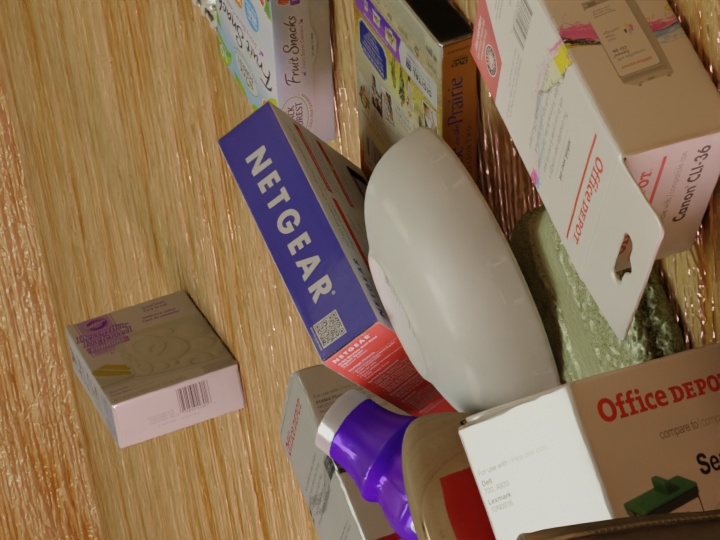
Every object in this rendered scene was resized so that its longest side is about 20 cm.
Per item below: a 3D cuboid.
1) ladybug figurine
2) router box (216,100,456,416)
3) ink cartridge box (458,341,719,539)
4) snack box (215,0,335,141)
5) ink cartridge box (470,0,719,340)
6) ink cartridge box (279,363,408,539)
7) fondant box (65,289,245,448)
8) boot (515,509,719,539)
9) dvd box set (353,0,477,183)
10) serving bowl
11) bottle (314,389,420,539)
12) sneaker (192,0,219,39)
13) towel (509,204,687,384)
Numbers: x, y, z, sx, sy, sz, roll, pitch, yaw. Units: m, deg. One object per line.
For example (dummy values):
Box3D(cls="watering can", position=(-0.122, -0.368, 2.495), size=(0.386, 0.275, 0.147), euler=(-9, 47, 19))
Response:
Box3D(cls="ladybug figurine", position=(0.089, 0.173, 1.343), size=(0.201, 0.072, 0.136), euler=(68, -163, 8))
Box3D(cls="router box", position=(0.000, 0.000, 1.559), size=(0.179, 0.049, 0.201), euler=(34, -155, -53))
Box3D(cls="ink cartridge box", position=(0.151, 0.147, 1.144), size=(0.084, 0.146, 0.201), euler=(-26, 80, 42))
Box3D(cls="snack box", position=(-0.070, -0.212, 1.746), size=(0.201, 0.053, 0.143), euler=(87, 160, -43))
Box3D(cls="ink cartridge box", position=(0.128, -0.079, 1.159), size=(0.117, 0.067, 0.201), euler=(98, 152, -59))
Box3D(cls="ink cartridge box", position=(0.010, 0.182, 1.826), size=(0.145, 0.083, 0.201), euler=(104, 146, -63))
Box3D(cls="fondant box", position=(-0.226, 0.104, 2.465), size=(0.200, 0.143, 0.059), euler=(-134, 30, -59))
Box3D(cls="boot", position=(0.169, 0.171, 1.028), size=(0.073, 0.199, 0.183), euler=(-136, 32, -59))
Box3D(cls="dvd box set", position=(0.037, -0.109, 1.517), size=(0.147, 0.029, 0.201), euler=(-124, 23, -46))
Box3D(cls="serving bowl", position=(0.051, 0.015, 1.400), size=(0.200, 0.065, 0.201), euler=(156, 90, -83))
Box3D(cls="bottle", position=(0.060, 0.150, 1.475), size=(0.200, 0.083, 0.066), euler=(35, 123, 21))
Box3D(cls="sneaker", position=(-0.139, -0.250, 1.893), size=(0.073, 0.084, 0.201), euler=(158, 94, -73))
Box3D(cls="towel", position=(0.145, 0.046, 1.295), size=(0.148, 0.036, 0.201), euler=(134, 118, -72))
